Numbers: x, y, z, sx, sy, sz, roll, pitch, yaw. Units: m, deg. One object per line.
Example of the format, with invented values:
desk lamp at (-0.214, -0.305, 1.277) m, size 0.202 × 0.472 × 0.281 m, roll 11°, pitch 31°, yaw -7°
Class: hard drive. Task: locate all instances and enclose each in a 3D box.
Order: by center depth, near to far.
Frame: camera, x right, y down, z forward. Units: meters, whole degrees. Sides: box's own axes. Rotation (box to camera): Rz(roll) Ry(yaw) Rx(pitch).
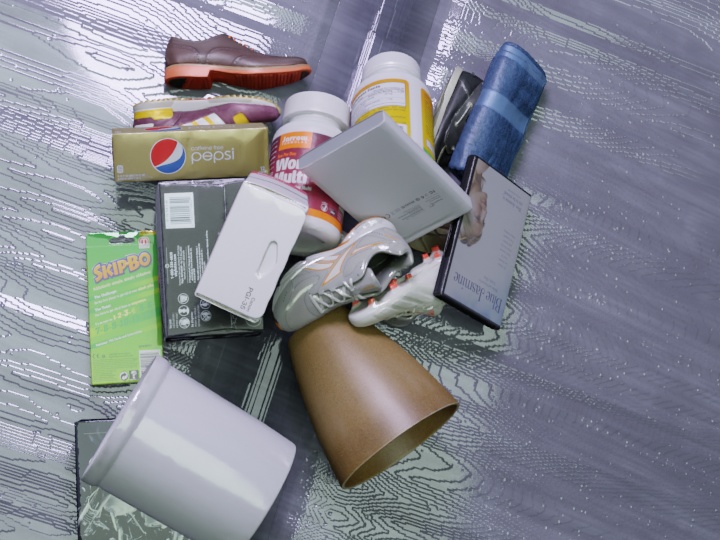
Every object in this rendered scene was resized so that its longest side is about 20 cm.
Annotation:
hard drive at (0.034, -0.110, 1.584) m, size 0.200 × 0.132 × 0.027 m, roll 40°, pitch 34°, yaw -40°

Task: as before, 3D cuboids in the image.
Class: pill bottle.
pill bottle at (-0.069, -0.129, 1.654) m, size 0.109 × 0.110 × 0.201 m, roll 10°, pitch 67°, yaw -9°
pill bottle at (0.043, -0.194, 1.666) m, size 0.111 × 0.111 × 0.201 m, roll 7°, pitch 52°, yaw -9°

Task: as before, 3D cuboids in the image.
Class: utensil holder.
utensil holder at (-0.200, 0.224, 1.472) m, size 0.200 × 0.170 × 0.170 m, roll 33°, pitch 79°, yaw -8°

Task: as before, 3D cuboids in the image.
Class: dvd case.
dvd case at (0.166, -0.036, 1.679) m, size 0.142 × 0.017 × 0.201 m, roll 29°, pitch 71°, yaw -45°

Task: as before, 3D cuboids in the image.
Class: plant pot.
plant pot at (-0.002, 0.149, 1.627) m, size 0.186 × 0.186 × 0.200 m, roll -32°, pitch 75°, yaw -12°

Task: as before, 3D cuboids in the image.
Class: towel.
towel at (0.193, -0.206, 1.727) m, size 0.048 × 0.112 × 0.201 m, roll 18°, pitch 81°, yaw 38°

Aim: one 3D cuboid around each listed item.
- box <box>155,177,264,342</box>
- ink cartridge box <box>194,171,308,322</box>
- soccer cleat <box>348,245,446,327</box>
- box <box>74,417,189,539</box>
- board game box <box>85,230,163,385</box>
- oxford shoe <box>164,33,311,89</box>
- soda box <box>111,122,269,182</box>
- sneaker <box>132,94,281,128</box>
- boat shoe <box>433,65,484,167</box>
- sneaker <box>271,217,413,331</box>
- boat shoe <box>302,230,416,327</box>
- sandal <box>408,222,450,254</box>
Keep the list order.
box at (-0.199, -0.011, 1.630) m, size 0.131 × 0.115 × 0.201 m, roll -3°, pitch 83°, yaw -9°
ink cartridge box at (-0.124, -0.034, 1.470) m, size 0.082 × 0.200 × 0.147 m, roll 24°, pitch 96°, yaw -5°
soccer cleat at (0.070, 0.035, 1.635) m, size 0.200 × 0.069 × 0.078 m, roll -31°, pitch 106°, yaw -33°
box at (-0.260, 0.277, 1.591) m, size 0.199 × 0.104 × 0.183 m, roll -2°, pitch 85°, yaw -10°
board game box at (-0.311, 0.049, 1.648) m, size 0.095 × 0.030 × 0.201 m, roll -2°, pitch 87°, yaw -11°
oxford shoe at (-0.166, -0.288, 1.692) m, size 0.199 × 0.071 × 0.073 m, roll 0°, pitch 79°, yaw -10°
soda box at (-0.218, -0.153, 1.608) m, size 0.199 × 0.068 × 0.064 m, roll -4°, pitch 103°, yaw -10°
sneaker at (-0.205, -0.186, 1.677) m, size 0.199 × 0.075 × 0.091 m, roll -3°, pitch 93°, yaw -4°
boat shoe at (0.122, -0.184, 1.729) m, size 0.067 × 0.072 × 0.201 m, roll 26°, pitch 77°, yaw -7°
sneaker at (-0.022, 0.013, 1.575) m, size 0.200 × 0.092 × 0.076 m, roll -39°, pitch 128°, yaw -7°
boat shoe at (0.000, 0.000, 1.686) m, size 0.200 × 0.069 × 0.071 m, roll 37°, pitch 82°, yaw -3°
sandal at (0.125, -0.061, 1.730) m, size 0.199 × 0.054 × 0.081 m, roll 3°, pitch 88°, yaw -25°
